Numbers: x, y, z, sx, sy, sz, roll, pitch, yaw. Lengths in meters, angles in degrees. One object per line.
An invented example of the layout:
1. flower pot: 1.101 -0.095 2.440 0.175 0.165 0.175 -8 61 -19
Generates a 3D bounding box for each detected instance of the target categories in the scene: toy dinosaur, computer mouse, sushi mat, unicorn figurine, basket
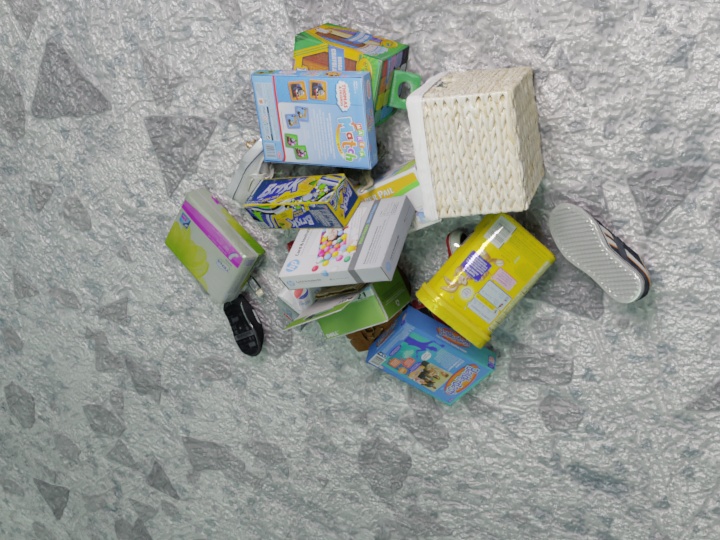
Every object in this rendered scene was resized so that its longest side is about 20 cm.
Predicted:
1. toy dinosaur: 0.009 -0.185 1.296 0.088 0.200 0.047 -42 116 2
2. computer mouse: -0.241 0.080 1.615 0.140 0.046 0.200 -28 89 39
3. sushi mat: 0.000 0.000 1.347 0.096 0.200 0.012 -14 106 33
4. unicorn figurine: -0.136 -0.228 1.387 0.137 0.074 0.200 42 143 2
5. basket: 0.183 -0.203 1.151 0.161 0.198 0.200 -3 113 24

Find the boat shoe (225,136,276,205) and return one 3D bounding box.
1. boat shoe: -0.188 -0.178 1.364 0.066 0.072 0.200 39 138 -4

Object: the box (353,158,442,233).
1. box: 0.057 -0.119 1.310 0.200 0.112 0.101 -20 105 35

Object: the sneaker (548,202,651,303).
1. sneaker: 0.390 -0.028 1.214 0.078 0.079 0.200 -49 63 31

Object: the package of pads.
1. package of pads: -0.307 -0.047 1.544 0.200 0.068 0.155 46 126 15

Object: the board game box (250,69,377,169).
1. board game box: -0.074 -0.246 1.208 0.200 0.037 0.151 8 122 24

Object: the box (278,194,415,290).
1. box: -0.022 -0.045 1.225 0.200 0.156 0.041 -6 137 34

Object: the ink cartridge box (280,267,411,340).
1. ink cartridge box: -0.023 0.077 1.312 0.148 0.200 0.076 -21 100 36

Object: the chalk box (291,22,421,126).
1. chalk box: -0.001 -0.315 1.229 0.200 0.124 0.125 21 124 17

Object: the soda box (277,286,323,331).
1. soda box: -0.118 0.062 1.457 0.063 0.068 0.200 39 167 4

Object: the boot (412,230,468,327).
1. boot: 0.149 0.023 1.366 0.144 0.072 0.200 -2 118 30

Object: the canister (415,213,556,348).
1. canister: 0.212 0.011 1.251 0.148 0.087 0.200 38 97 -20

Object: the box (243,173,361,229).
1. box: -0.102 -0.116 1.277 0.200 0.070 0.064 2 141 38

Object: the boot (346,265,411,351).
1. boot: 0.027 0.078 1.449 0.155 0.074 0.200 -10 113 27

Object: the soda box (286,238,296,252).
1. soda box: -0.074 -0.026 1.386 0.063 0.070 0.200 67 164 -17

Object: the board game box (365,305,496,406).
1. board game box: 0.134 0.167 1.419 0.200 0.045 0.152 30 132 -12
